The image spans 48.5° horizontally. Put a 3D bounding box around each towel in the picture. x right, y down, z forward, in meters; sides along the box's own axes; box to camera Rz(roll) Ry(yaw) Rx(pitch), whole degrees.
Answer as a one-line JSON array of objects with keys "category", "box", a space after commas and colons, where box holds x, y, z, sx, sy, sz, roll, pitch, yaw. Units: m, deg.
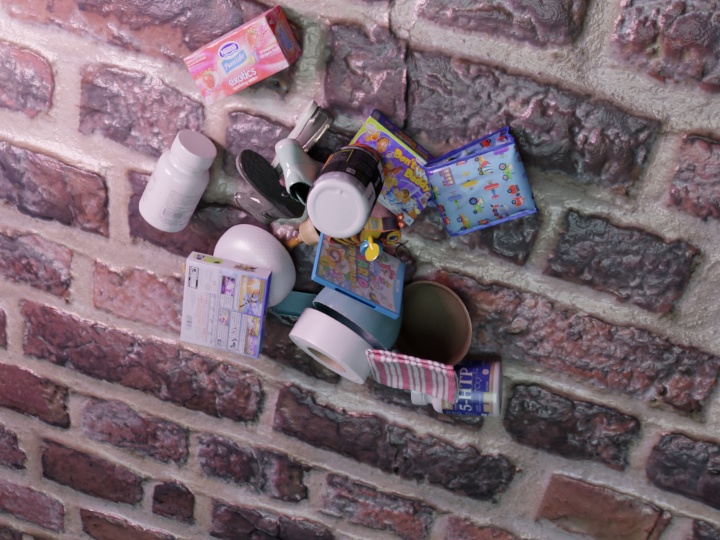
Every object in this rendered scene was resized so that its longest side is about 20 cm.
[{"category": "towel", "box": [0.109, 0.222, 1.680, 0.195, 0.030, 0.147, 10, 151, 17]}]

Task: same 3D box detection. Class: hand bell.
[{"category": "hand bell", "box": [-0.134, -0.069, 1.726, 0.198, 0.105, 0.105, -24, 111, 39]}]

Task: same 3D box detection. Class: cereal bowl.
[{"category": "cereal bowl", "box": [-0.244, 0.005, 1.758, 0.196, 0.084, 0.203, 17, 133, 19]}]

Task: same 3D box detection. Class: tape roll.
[{"category": "tape roll", "box": [-0.059, 0.167, 1.765, 0.200, 0.072, 0.203, 30, 165, 8]}]

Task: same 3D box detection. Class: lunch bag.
[{"category": "lunch bag", "box": [0.221, -0.159, 1.538, 0.196, 0.095, 0.153, -20, 113, 12]}]

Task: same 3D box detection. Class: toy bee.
[{"category": "toy bee", "box": [0.037, -0.087, 1.619, 0.109, 0.197, 0.133, -46, 63, 46]}]

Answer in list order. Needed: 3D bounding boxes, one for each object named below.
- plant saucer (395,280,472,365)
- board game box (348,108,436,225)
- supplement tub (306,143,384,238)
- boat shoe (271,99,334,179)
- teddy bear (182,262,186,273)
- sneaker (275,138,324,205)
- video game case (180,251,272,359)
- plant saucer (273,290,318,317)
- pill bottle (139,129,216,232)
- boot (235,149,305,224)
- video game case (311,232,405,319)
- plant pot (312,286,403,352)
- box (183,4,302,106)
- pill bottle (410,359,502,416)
[{"category": "plant saucer", "box": [0.154, 0.118, 1.739, 0.196, 0.029, 0.205, 8, 107, 28]}, {"category": "board game box", "box": [0.064, -0.205, 1.603, 0.198, 0.045, 0.135, 37, 122, -7]}, {"category": "supplement tub", "box": [-0.023, -0.157, 1.508, 0.119, 0.201, 0.125, 7, 122, 11]}, {"category": "boat shoe", "box": [-0.123, -0.250, 1.612, 0.060, 0.073, 0.202, 29, 129, -15]}, {"category": "teddy bear", "box": [-0.336, 0.060, 1.810, 0.066, 0.145, 0.201, -39, 106, -7]}, {"category": "sneaker", "box": [-0.102, -0.163, 1.584, 0.073, 0.120, 0.200, -23, 152, 18]}, {"category": "video game case", "box": [-0.288, 0.076, 1.712, 0.177, 0.046, 0.204, 13, 117, 4]}, {"category": "plant saucer", "box": [-0.105, 0.081, 1.829, 0.195, 0.019, 0.071, 8, 121, 10]}, {"category": "pill bottle", "box": [-0.383, -0.191, 1.692, 0.113, 0.115, 0.201, 32, 122, -5]}, {"category": "boot", "box": [-0.217, -0.159, 1.647, 0.129, 0.069, 0.200, -8, 142, 38]}, {"category": "video game case", "box": [0.000, 0.000, 1.620, 0.197, 0.145, 0.018, 26, 137, -18]}, {"category": "plant pot", "box": [0.015, 0.069, 1.705, 0.199, 0.200, 0.136, 36, 78, -7]}, {"category": "box", "box": [-0.224, -0.412, 1.534, 0.196, 0.095, 0.104, -18, 113, 24]}, {"category": "pill bottle", "box": [0.215, 0.259, 1.783, 0.195, 0.120, 0.122, 1, 120, 14]}]
